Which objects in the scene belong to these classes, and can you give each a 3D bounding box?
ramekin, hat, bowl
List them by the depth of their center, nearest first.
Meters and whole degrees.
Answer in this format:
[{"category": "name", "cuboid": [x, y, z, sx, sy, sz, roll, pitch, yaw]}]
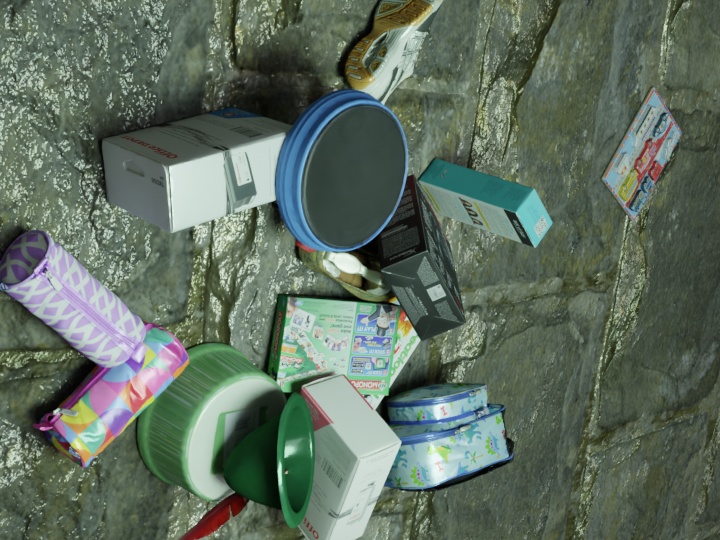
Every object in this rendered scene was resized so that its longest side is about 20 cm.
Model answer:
[{"category": "bowl", "cuboid": [-0.017, -0.119, 1.494, 0.199, 0.039, 0.203, -21, 121, -40]}, {"category": "hat", "cuboid": [-0.164, 0.253, 1.573, 0.201, 0.173, 0.168, -70, 154, -61]}, {"category": "ramekin", "cuboid": [-0.188, 0.207, 1.614, 0.198, 0.097, 0.203, -19, 118, -40]}]

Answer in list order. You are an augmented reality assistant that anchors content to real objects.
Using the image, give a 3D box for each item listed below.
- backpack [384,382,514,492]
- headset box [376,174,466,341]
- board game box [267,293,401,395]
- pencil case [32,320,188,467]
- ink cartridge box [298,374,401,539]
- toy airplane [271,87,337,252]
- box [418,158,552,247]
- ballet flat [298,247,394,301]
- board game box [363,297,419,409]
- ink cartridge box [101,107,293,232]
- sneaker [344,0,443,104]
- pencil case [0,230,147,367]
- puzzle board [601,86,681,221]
[{"category": "backpack", "cuboid": [0.111, 0.256, 1.888, 0.198, 0.182, 0.149, -16, 94, -37]}, {"category": "headset box", "cuboid": [0.081, -0.026, 1.743, 0.076, 0.201, 0.150, -22, 129, 11]}, {"category": "board game box", "cuboid": [-0.036, 0.108, 1.745, 0.198, 0.029, 0.137, 6, 95, -35]}, {"category": "pencil case", "cuboid": [-0.302, 0.150, 1.490, 0.200, 0.088, 0.089, -46, 133, -25]}, {"category": "ink cartridge box", "cuboid": [-0.041, 0.272, 1.713, 0.082, 0.147, 0.202, -14, 138, -38]}, {"category": "toy airplane", "cuboid": [-0.016, -0.140, 1.621, 0.199, 0.140, 0.202, -36, 137, -46]}, {"category": "box", "cuboid": [0.182, -0.102, 1.797, 0.049, 0.199, 0.083, -52, 135, -16]}, {"category": "ballet flat", "cuboid": [0.000, 0.000, 1.726, 0.199, 0.070, 0.072, 25, 88, -37]}, {"category": "board game box", "cuboid": [0.028, 0.106, 1.842, 0.201, 0.034, 0.126, -56, 135, -14]}, {"category": "ink cartridge box", "cuboid": [-0.187, -0.125, 1.451, 0.198, 0.144, 0.085, -20, 120, -38]}, {"category": "sneaker", "cuboid": [0.052, -0.317, 1.687, 0.201, 0.075, 0.088, -52, 149, -10]}, {"category": "pencil case", "cuboid": [-0.332, 0.035, 1.410, 0.200, 0.085, 0.085, 49, 59, -45]}, {"category": "puzzle board", "cuboid": [0.521, -0.211, 2.235, 0.151, 0.017, 0.202, 42, 74, -46]}]
